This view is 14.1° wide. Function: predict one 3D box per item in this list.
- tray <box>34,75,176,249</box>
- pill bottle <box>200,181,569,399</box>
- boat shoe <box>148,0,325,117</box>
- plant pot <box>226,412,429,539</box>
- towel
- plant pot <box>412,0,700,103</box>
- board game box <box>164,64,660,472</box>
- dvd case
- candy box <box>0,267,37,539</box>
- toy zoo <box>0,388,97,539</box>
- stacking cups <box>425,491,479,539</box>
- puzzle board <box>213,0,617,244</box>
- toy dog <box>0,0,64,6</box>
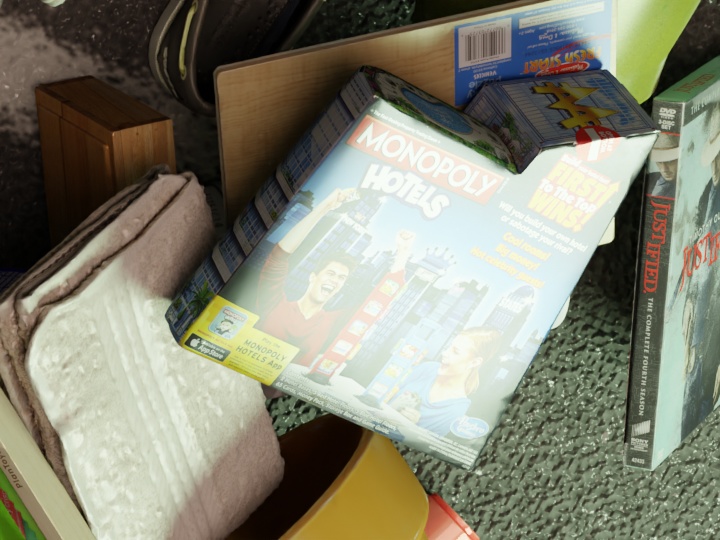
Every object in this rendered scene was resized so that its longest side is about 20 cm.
[{"bbox_3d":[-0.122,0.012,1.464,0.037,0.099,0.201,-14,112,-25],"label":"tray"},{"bbox_3d":[0.000,0.000,1.495,0.199,0.114,0.115,-10,111,-15],"label":"pill bottle"},{"bbox_3d":[-0.037,-0.168,1.455,0.072,0.060,0.202,26,98,-24],"label":"boat shoe"},{"bbox_3d":[-0.020,0.204,1.480,0.200,0.200,0.184,-38,101,-3],"label":"plant pot"},{"bbox_3d":[-0.099,0.061,1.368,0.133,0.034,0.201,-44,133,-34],"label":"towel"},{"bbox_3d":[0.107,-0.188,1.438,0.199,0.201,0.194,2,119,-19],"label":"plant pot"},{"bbox_3d":[0.034,-0.023,1.366,0.200,0.062,0.200,26,109,-40],"label":"board game box"},{"bbox_3d":[0.179,-0.010,1.550,0.022,0.146,0.201,10,109,23],"label":"dvd case"},{"bbox_3d":[-0.213,0.087,1.428,0.199,0.077,0.170,3,111,15],"label":"candy box"},{"bbox_3d":[-0.228,0.108,1.366,0.199,0.020,0.132,-18,111,34],"label":"toy zoo"},{"bbox_3d":[-0.015,0.207,1.593,0.200,0.061,0.061,-41,116,-3],"label":"stacking cups"},{"bbox_3d":[0.029,-0.056,1.397,0.199,0.017,0.151,-14,128,-14],"label":"puzzle board"},{"bbox_3d":[-0.186,-0.211,1.299,0.096,0.132,0.201,6,85,-28],"label":"toy dog"}]
